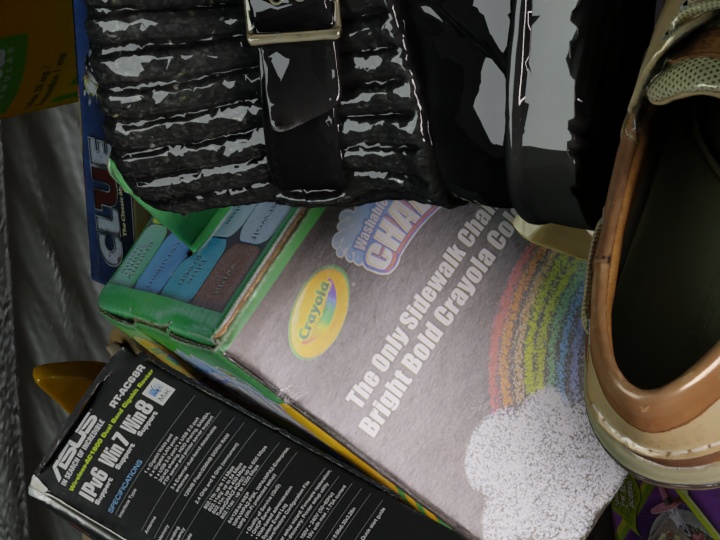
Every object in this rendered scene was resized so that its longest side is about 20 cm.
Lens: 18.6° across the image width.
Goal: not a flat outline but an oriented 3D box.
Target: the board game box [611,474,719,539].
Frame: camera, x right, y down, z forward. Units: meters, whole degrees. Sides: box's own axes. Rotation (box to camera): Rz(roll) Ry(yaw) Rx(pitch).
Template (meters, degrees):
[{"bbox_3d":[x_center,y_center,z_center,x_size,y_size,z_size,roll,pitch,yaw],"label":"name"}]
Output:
[{"bbox_3d":[0.146,0.155,0.792,0.120,0.032,0.200,19,129,43],"label":"board game box"}]

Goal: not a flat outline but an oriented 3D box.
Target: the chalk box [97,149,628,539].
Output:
[{"bbox_3d":[0.000,0.000,0.754,0.200,0.124,0.124,40,169,-22],"label":"chalk box"}]

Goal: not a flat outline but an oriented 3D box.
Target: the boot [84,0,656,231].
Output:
[{"bbox_3d":[0.003,-0.114,0.623,0.158,0.079,0.211,8,95,27],"label":"boot"}]

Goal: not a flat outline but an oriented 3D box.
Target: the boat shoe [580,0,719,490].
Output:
[{"bbox_3d":[0.107,-0.042,0.583,0.076,0.074,0.200,10,76,20],"label":"boat shoe"}]

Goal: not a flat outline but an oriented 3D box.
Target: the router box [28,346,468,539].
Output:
[{"bbox_3d":[-0.007,0.116,0.775,0.150,0.062,0.200,26,167,28],"label":"router box"}]

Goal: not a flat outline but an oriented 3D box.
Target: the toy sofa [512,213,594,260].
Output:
[{"bbox_3d":[0.149,0.020,0.639,0.098,0.083,0.200,-48,67,15],"label":"toy sofa"}]

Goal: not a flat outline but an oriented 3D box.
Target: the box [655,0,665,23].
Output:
[{"bbox_3d":[0.055,-0.177,0.714,0.124,0.097,0.200,-49,59,25],"label":"box"}]

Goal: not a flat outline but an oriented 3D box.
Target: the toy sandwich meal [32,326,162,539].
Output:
[{"bbox_3d":[-0.101,0.124,1.036,0.205,0.070,0.205,161,90,-76],"label":"toy sandwich meal"}]

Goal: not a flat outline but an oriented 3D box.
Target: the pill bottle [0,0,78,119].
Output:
[{"bbox_3d":[-0.170,-0.120,0.966,0.111,0.200,0.111,23,121,45],"label":"pill bottle"}]

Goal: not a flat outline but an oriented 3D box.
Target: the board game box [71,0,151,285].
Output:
[{"bbox_3d":[-0.050,-0.102,0.879,0.035,0.135,0.200,19,117,46],"label":"board game box"}]
